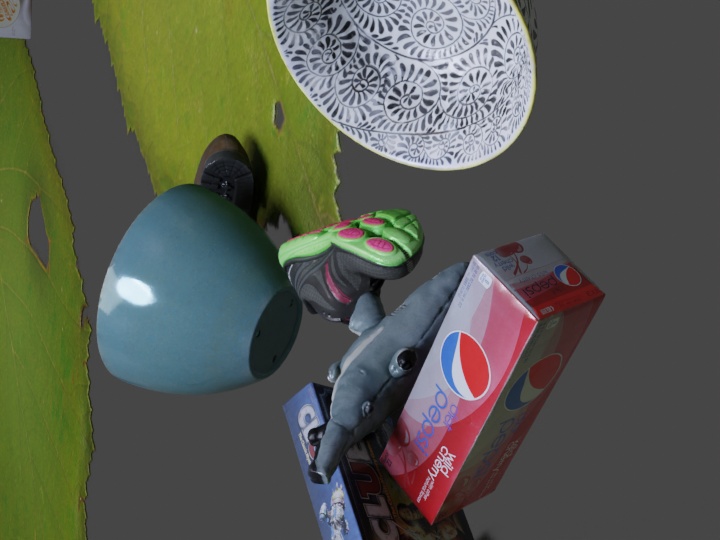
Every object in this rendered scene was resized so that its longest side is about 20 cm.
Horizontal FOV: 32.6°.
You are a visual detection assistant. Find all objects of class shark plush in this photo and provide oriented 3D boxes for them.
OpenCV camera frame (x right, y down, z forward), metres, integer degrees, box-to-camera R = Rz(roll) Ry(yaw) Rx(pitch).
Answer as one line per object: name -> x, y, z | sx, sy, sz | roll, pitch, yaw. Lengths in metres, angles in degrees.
shark plush -> 0.012, 0.064, 0.854 | 0.091, 0.199, 0.083 | 54, 137, 2

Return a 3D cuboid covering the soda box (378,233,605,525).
soda box -> 0.082, 0.075, 0.815 | 0.063, 0.069, 0.201 | 46, 135, 29

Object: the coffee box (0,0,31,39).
coffee box -> -0.658, -0.527, 2.234 | 0.080, 0.113, 0.203 | 25, 112, 61

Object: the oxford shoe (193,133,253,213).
oxford shoe -> -0.152, -0.054, 1.308 | 0.085, 0.072, 0.202 | -101, 27, -52

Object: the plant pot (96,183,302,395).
plant pot -> -0.133, 0.035, 1.163 | 0.133, 0.200, 0.203 | 21, 115, 23

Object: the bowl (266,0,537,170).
bowl -> 0.044, -0.175, 0.828 | 0.199, 0.095, 0.202 | 22, 141, 19

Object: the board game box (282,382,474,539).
board game box -> 0.027, 0.183, 0.873 | 0.035, 0.135, 0.202 | -39, 53, 27

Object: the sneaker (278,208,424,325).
sneaker -> 0.000, 0.000, 1.005 | 0.200, 0.076, 0.085 | -9, 100, 66
